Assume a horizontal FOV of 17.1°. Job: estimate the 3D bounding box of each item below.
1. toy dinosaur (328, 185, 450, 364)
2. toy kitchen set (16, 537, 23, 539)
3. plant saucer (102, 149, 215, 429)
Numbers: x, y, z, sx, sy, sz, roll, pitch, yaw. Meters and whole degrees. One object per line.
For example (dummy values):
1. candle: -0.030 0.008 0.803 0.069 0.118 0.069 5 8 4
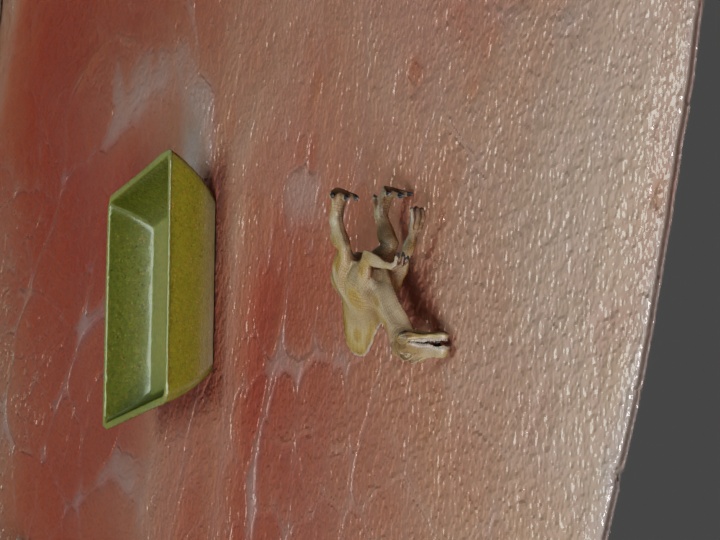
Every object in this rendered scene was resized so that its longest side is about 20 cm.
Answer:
1. toy dinosaur: 0.000 0.000 1.479 0.200 0.058 0.101 -143 58 -67
2. toy kitchen set: -0.434 0.363 2.436 0.200 0.180 0.163 -117 37 -48
3. plant saucer: -0.160 0.020 1.936 0.200 0.048 0.201 154 118 -68
